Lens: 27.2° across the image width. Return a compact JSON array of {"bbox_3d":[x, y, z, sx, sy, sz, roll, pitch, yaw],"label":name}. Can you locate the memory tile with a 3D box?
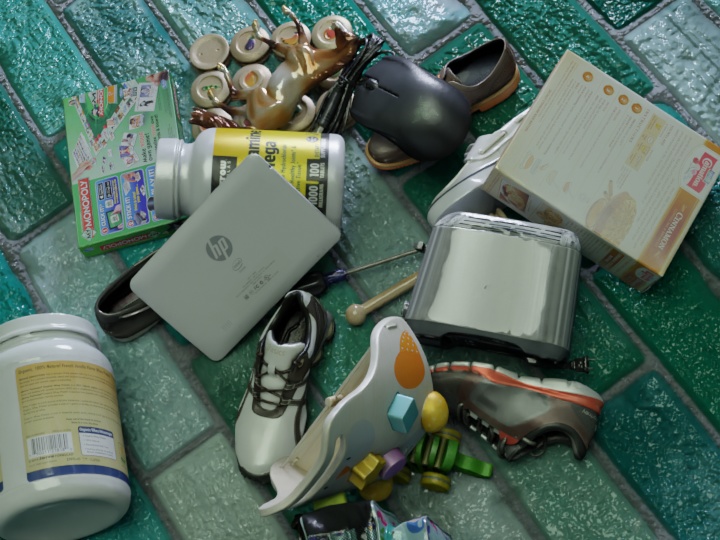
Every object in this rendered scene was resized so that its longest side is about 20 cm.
[{"bbox_3d":[-0.101,-0.219,1.712,0.197,0.017,0.155,-8,64,9],"label":"memory tile"}]

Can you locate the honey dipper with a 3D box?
[{"bbox_3d":[0.071,0.002,1.565,0.199,0.038,0.038,-32,63,1],"label":"honey dipper"}]

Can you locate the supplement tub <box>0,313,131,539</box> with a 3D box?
[{"bbox_3d":[-0.315,0.160,1.509,0.143,0.145,0.202,-15,63,5],"label":"supplement tub"}]

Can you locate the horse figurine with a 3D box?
[{"bbox_3d":[-0.098,-0.213,1.665,0.200,0.050,0.132,-47,62,-2],"label":"horse figurine"}]

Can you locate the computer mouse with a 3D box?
[{"bbox_3d":[0.031,-0.179,1.588,0.199,0.053,0.139,27,86,40],"label":"computer mouse"}]

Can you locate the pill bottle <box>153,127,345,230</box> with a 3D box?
[{"bbox_3d":[-0.117,-0.093,1.580,0.197,0.113,0.114,2,65,-2],"label":"pill bottle"}]

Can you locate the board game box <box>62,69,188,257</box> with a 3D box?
[{"bbox_3d":[-0.265,-0.124,1.696,0.133,0.029,0.202,-14,63,6],"label":"board game box"}]

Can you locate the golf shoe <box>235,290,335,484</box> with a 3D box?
[{"bbox_3d":[-0.088,0.112,1.512,0.077,0.095,0.202,10,69,15],"label":"golf shoe"}]

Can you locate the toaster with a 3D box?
[{"bbox_3d":[0.144,0.021,1.479,0.198,0.114,0.131,10,82,12],"label":"toaster"}]

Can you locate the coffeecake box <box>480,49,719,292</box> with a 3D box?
[{"bbox_3d":[0.249,-0.100,1.513,0.199,0.073,0.154,33,74,2],"label":"coffeecake box"}]

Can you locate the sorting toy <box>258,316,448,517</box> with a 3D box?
[{"bbox_3d":[-0.020,0.163,1.375,0.107,0.180,0.201,42,114,14],"label":"sorting toy"}]

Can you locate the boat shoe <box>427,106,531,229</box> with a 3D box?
[{"bbox_3d":[0.143,-0.115,1.581,0.199,0.072,0.066,-38,59,-8],"label":"boat shoe"}]

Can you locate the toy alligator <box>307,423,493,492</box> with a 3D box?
[{"bbox_3d":[0.033,0.174,1.478,0.198,0.054,0.060,11,67,17],"label":"toy alligator"}]

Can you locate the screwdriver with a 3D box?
[{"bbox_3d":[0.000,0.000,1.586,0.198,0.029,0.028,-16,62,1],"label":"screwdriver"}]

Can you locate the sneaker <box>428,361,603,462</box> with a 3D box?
[{"bbox_3d":[0.136,0.143,1.460,0.197,0.077,0.083,7,70,15],"label":"sneaker"}]

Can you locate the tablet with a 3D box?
[{"bbox_3d":[-0.131,-0.011,1.543,0.130,0.014,0.200,42,104,-14],"label":"tablet"}]

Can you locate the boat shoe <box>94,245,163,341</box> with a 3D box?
[{"bbox_3d":[-0.201,0.001,1.607,0.199,0.057,0.067,-38,62,-7],"label":"boat shoe"}]

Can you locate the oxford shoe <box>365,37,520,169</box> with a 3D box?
[{"bbox_3d":[0.084,-0.187,1.625,0.199,0.073,0.071,-38,64,-6],"label":"oxford shoe"}]

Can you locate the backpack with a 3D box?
[{"bbox_3d":[0.025,0.320,1.345,0.149,0.178,0.202,-9,67,13],"label":"backpack"}]
